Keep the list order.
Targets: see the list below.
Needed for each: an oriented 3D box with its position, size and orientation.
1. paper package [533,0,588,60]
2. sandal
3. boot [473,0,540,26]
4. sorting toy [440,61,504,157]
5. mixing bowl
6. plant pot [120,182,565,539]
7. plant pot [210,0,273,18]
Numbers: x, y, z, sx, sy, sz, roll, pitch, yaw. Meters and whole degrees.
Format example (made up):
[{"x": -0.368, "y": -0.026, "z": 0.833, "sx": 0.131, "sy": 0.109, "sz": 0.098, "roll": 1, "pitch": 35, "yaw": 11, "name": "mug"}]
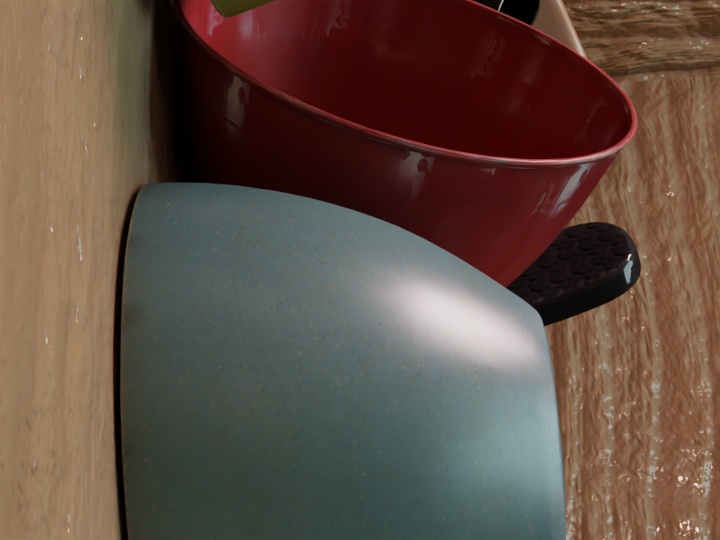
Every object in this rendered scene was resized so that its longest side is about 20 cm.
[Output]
[{"x": 0.041, "y": -0.179, "z": 1.171, "sx": 0.103, "sy": 0.198, "sz": 0.192, "roll": -94, "pitch": 160, "yaw": -82, "name": "paper package"}, {"x": 0.034, "y": 0.033, "z": 0.745, "sx": 0.075, "sy": 0.198, "sz": 0.045, "roll": -109, "pitch": -178, "yaw": -59, "name": "sandal"}, {"x": 0.080, "y": -0.163, "z": 0.988, "sx": 0.074, "sy": 0.075, "sz": 0.201, "roll": 44, "pitch": 28, "yaw": -15, "name": "boot"}, {"x": 0.000, "y": 0.000, "z": 0.834, "sx": 0.036, "sy": 0.184, "sz": 0.202, "roll": -6, "pitch": 94, "yaw": -48, "name": "sorting toy"}, {"x": 0.006, "y": -0.046, "z": 0.701, "sx": 0.201, "sy": 0.198, "sz": 0.109, "roll": -93, "pitch": -162, "yaw": -62, "name": "mixing bowl"}, {"x": -0.001, "y": 0.065, "z": 0.574, "sx": 0.200, "sy": 0.133, "sz": 0.202, "roll": -5, "pitch": 90, "yaw": -90, "name": "plant pot"}, {"x": 0.023, "y": -0.209, "z": 0.614, "sx": 0.187, "sy": 0.198, "sz": 0.189, "roll": -12, "pitch": 90, "yaw": -86, "name": "plant pot"}]
